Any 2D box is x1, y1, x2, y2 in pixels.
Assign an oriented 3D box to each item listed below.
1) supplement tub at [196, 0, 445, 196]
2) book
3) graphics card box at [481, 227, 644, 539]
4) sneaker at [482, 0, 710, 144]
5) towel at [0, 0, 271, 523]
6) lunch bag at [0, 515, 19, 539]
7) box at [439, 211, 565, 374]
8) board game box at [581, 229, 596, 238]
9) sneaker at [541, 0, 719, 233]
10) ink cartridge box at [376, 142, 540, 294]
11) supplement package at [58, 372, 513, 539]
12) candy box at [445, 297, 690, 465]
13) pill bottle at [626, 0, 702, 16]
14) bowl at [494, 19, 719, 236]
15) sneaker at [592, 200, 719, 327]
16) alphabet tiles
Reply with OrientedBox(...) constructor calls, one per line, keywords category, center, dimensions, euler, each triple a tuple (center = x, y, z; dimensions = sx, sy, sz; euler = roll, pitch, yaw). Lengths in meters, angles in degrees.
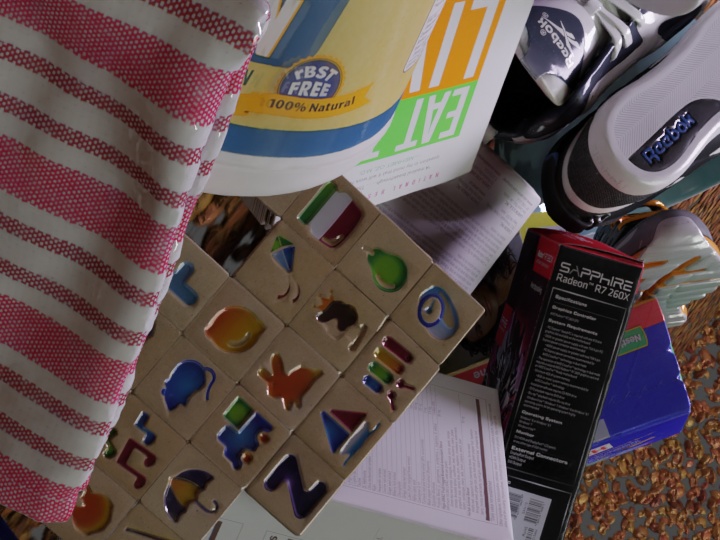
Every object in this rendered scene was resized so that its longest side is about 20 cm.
OrientedBox(category="supplement tub", center=(-0.025, -0.139, 0.463), dimensions=(0.144, 0.144, 0.201), euler=(-31, 153, -50))
OrientedBox(category="book", center=(0.021, -0.118, 0.737), dimensions=(0.133, 0.048, 0.201), euler=(-15, 141, -32))
OrientedBox(category="graphics card box", center=(0.092, 0.080, 0.865), dimensions=(0.125, 0.050, 0.202), euler=(-110, -145, -84))
OrientedBox(category="sneaker", center=(0.124, -0.138, 0.851), dimensions=(0.199, 0.080, 0.130), euler=(-40, -179, 25))
OrientedBox(category="towel", center=(-0.122, -0.020, 0.454), dimensions=(0.030, 0.145, 0.201), euler=(-78, -168, -55))
OrientedBox(category="lunch bag", center=(-0.227, 0.153, 0.664), dimensions=(0.151, 0.094, 0.200), euler=(-49, 151, -7))
OrientedBox(category="box", center=(0.073, 0.030, 1.054), dimensions=(0.050, 0.076, 0.200), euler=(-6, 162, -31))
OrientedBox(category="board game box", center=(0.099, 0.029, 1.207), dimensions=(0.103, 0.105, 0.201), euler=(-39, 160, -37))
OrientedBox(category="sneaker", center=(0.175, -0.089, 0.908), dimensions=(0.199, 0.073, 0.112), euler=(-30, 177, -31))
OrientedBox(category="ink cartridge box", center=(0.000, 0.000, 0.906), dimensions=(0.201, 0.050, 0.161), euler=(-52, 145, 3))
OrientedBox(category="supplement package", center=(-0.039, 0.106, 0.795), dimensions=(0.114, 0.198, 0.110), euler=(-89, -160, -52))
OrientedBox(category="candy box", center=(0.121, 0.091, 1.031), dimensions=(0.168, 0.078, 0.200), euler=(-19, 170, 6))
OrientedBox(category="pill bottle", center=(0.188, -0.225, 0.783), dimensions=(0.200, 0.114, 0.115), euler=(-49, 163, -14))
OrientedBox(category="bowl", center=(0.166, -0.099, 1.047), dimensions=(0.199, 0.106, 0.201), euler=(-19, 169, -4))
OrientedBox(category="sneaker", center=(0.180, -0.011, 1.028), dimensions=(0.077, 0.078, 0.200), euler=(-6, 167, -2))
OrientedBox(category="alphabet tiles", center=(-0.066, 0.039, 0.706), dimensions=(0.200, 0.167, 0.008), euler=(-49, -169, -8))
